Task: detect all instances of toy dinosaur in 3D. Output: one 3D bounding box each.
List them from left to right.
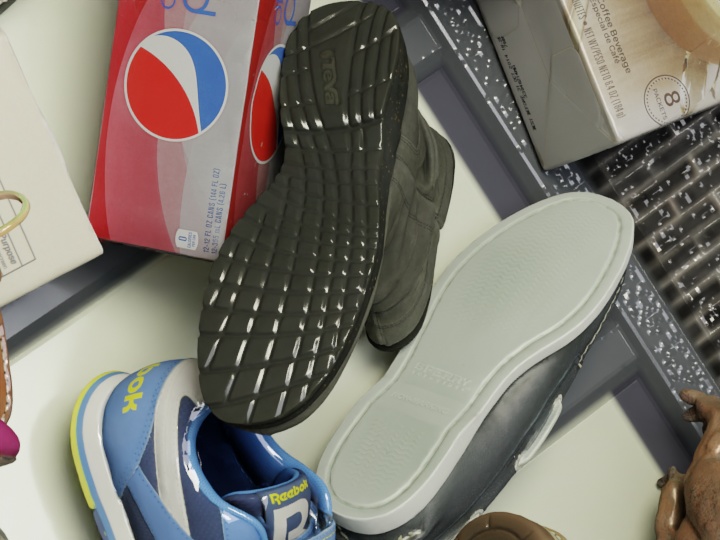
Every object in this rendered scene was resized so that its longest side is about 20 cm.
[{"bbox_3d":[0.162,0.124,1.198,0.085,0.201,0.136,17,33,6],"label":"toy dinosaur"}]

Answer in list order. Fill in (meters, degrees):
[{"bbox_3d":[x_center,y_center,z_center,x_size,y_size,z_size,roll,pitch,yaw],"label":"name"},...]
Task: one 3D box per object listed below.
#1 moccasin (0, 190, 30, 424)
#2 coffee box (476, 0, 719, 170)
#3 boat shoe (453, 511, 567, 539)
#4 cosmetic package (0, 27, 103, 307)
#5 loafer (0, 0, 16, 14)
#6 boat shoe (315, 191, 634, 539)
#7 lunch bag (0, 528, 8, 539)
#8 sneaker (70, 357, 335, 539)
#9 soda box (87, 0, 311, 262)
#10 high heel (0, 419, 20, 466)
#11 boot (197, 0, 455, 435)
[{"bbox_3d":[-0.169,-0.029,1.039,0.073,0.078,0.202,-13,101,-26],"label":"moccasin"},{"bbox_3d":[0.161,-0.135,1.275,0.199,0.080,0.115,-23,91,-23],"label":"coffee box"},{"bbox_3d":[0.046,0.204,1.182,0.076,0.072,0.201,31,86,-56],"label":"boat shoe"},{"bbox_3d":[-0.215,-0.008,1.103,0.200,0.071,0.106,-27,103,-24],"label":"cosmetic package"},{"bbox_3d":[-0.133,-0.177,1.170,0.075,0.070,0.200,43,69,-10],"label":"loafer"},{"bbox_3d":[0.053,0.049,1.215,0.200,0.075,0.060,-45,141,-21],"label":"boat shoe"},{"bbox_3d":[-0.223,0.157,0.991,0.199,0.168,0.140,19,106,-18],"label":"lunch bag"},{"bbox_3d":[-0.048,0.127,1.139,0.074,0.082,0.201,-27,95,-58],"label":"sneaker"},{"bbox_3d":[-0.060,-0.107,1.147,0.063,0.070,0.201,10,97,17],"label":"soda box"},{"bbox_3d":[-0.215,0.015,1.010,0.199,0.067,0.097,14,72,-16],"label":"high heel"},{"bbox_3d":[0.000,0.000,1.154,0.067,0.131,0.201,3,60,22],"label":"boot"}]
